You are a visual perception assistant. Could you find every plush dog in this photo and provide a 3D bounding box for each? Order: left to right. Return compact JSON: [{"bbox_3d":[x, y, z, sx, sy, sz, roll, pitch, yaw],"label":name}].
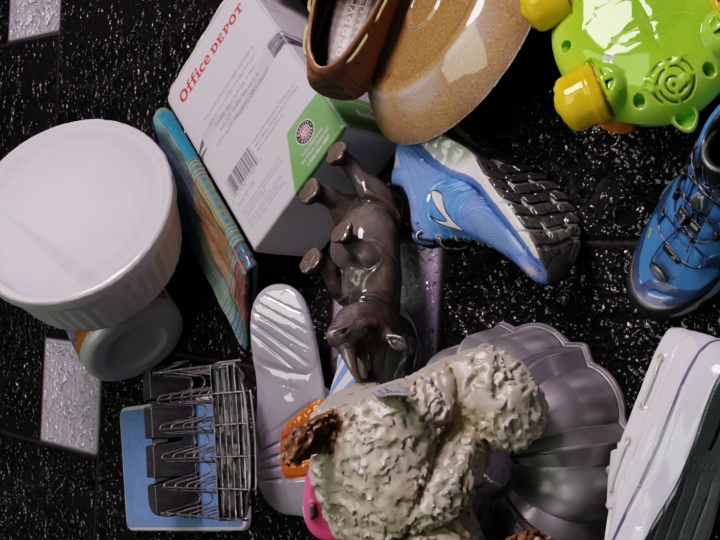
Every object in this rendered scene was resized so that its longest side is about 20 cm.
[{"bbox_3d":[0.031,0.163,0.719,0.198,0.160,0.174,-21,89,39],"label":"plush dog"}]

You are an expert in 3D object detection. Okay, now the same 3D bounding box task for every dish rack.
[{"bbox_3d":[-0.142,0.157,0.997,0.199,0.054,0.156,-13,80,52],"label":"dish rack"}]

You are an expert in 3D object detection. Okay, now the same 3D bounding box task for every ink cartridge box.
[{"bbox_3d":[-0.073,-0.137,0.965,0.146,0.084,0.201,-49,57,28],"label":"ink cartridge box"}]

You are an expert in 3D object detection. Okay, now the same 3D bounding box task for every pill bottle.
[{"bbox_3d":[-0.273,0.006,1.125,0.113,0.111,0.201,-53,55,27],"label":"pill bottle"}]

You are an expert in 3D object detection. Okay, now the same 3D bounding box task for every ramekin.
[{"bbox_3d":[-0.262,-0.035,1.026,0.198,0.095,0.205,-4,59,7],"label":"ramekin"}]

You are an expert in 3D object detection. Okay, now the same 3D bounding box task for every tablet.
[{"bbox_3d":[-0.182,0.198,1.097,0.198,0.014,0.133,-12,80,42],"label":"tablet"}]

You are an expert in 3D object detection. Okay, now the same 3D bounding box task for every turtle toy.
[{"bbox_3d":[0.185,-0.178,0.718,0.144,0.101,0.203,-22,69,16],"label":"turtle toy"}]

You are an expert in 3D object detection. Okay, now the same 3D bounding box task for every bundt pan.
[{"bbox_3d":[0.101,0.139,0.799,0.200,0.075,0.206,-4,85,42],"label":"bundt pan"}]

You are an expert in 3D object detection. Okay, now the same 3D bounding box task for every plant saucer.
[{"bbox_3d":[0.060,-0.196,0.825,0.200,0.035,0.203,-37,39,38],"label":"plant saucer"}]

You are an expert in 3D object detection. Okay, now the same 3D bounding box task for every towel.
[{"bbox_3d":[-0.147,-0.039,1.021,0.201,0.021,0.148,59,159,27],"label":"towel"}]

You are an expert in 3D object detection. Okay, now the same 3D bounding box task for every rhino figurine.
[{"bbox_3d":[0.000,0.000,0.830,0.059,0.087,0.202,-29,43,29],"label":"rhino figurine"}]

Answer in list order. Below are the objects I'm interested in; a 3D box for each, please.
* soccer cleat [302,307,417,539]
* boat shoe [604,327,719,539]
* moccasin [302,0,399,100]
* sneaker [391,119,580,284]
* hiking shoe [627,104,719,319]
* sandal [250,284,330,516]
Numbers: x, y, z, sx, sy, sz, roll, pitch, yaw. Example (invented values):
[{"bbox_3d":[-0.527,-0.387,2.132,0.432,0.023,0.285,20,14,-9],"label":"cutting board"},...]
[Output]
[{"bbox_3d":[0.002,0.123,0.897,0.086,0.069,0.203,-124,51,-78],"label":"soccer cleat"},{"bbox_3d":[0.201,0.137,0.721,0.067,0.073,0.203,31,100,54],"label":"boat shoe"},{"bbox_3d":[-0.003,-0.235,0.824,0.073,0.078,0.204,18,79,14],"label":"moccasin"},{"bbox_3d":[0.090,-0.046,0.827,0.200,0.078,0.090,48,126,42],"label":"sneaker"},{"bbox_3d":[0.225,-0.056,0.686,0.074,0.086,0.202,46,117,34],"label":"hiking shoe"},{"bbox_3d":[-0.050,0.112,0.949,0.078,0.059,0.211,2,101,23],"label":"sandal"}]
